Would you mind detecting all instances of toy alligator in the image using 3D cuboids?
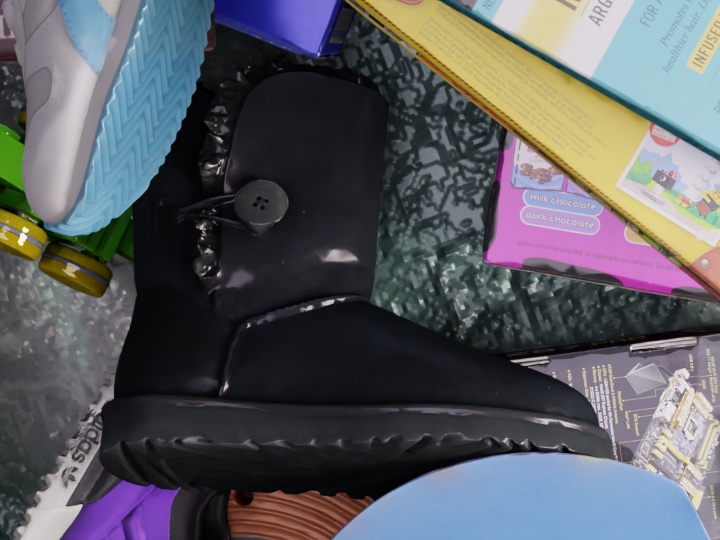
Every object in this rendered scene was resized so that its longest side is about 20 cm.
[{"bbox_3d":[-0.143,-0.042,0.867,0.054,0.200,0.060,15,77,43],"label":"toy alligator"}]

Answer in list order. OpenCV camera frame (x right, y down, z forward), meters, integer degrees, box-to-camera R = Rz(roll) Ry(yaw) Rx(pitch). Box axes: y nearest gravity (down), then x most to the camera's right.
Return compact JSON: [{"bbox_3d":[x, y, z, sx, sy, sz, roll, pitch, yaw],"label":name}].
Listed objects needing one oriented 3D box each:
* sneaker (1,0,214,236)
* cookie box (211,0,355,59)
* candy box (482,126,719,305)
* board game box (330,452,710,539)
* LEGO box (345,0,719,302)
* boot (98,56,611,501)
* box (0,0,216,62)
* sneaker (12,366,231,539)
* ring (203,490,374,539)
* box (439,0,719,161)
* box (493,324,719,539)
[{"bbox_3d":[-0.096,-0.113,0.747,0.080,0.076,0.202,7,91,13],"label":"sneaker"},{"bbox_3d":[-0.054,-0.208,0.873,0.170,0.075,0.201,22,97,5],"label":"cookie box"},{"bbox_3d":[0.130,-0.092,0.861,0.135,0.061,0.202,10,96,6],"label":"candy box"},{"bbox_3d":[0.073,0.144,0.828,0.157,0.039,0.201,-23,113,16],"label":"board game box"},{"bbox_3d":[0.073,-0.082,0.759,0.200,0.149,0.077,39,97,0],"label":"LEGO box"},{"bbox_3d":[0.000,0.000,0.835,0.198,0.077,0.170,2,66,8],"label":"boot"},{"bbox_3d":[-0.113,-0.179,0.810,0.099,0.075,0.202,-3,97,8],"label":"box"},{"bbox_3d":[-0.099,0.137,0.887,0.099,0.070,0.201,31,97,3],"label":"sneaker"},{"bbox_3d":[-0.049,0.178,0.927,0.198,0.019,0.202,1,94,8],"label":"ring"},{"bbox_3d":[0.068,-0.105,0.658,0.199,0.049,0.083,29,95,1],"label":"box"},{"bbox_3d":[0.103,0.129,0.877,0.160,0.049,0.202,-8,91,4],"label":"box"}]
